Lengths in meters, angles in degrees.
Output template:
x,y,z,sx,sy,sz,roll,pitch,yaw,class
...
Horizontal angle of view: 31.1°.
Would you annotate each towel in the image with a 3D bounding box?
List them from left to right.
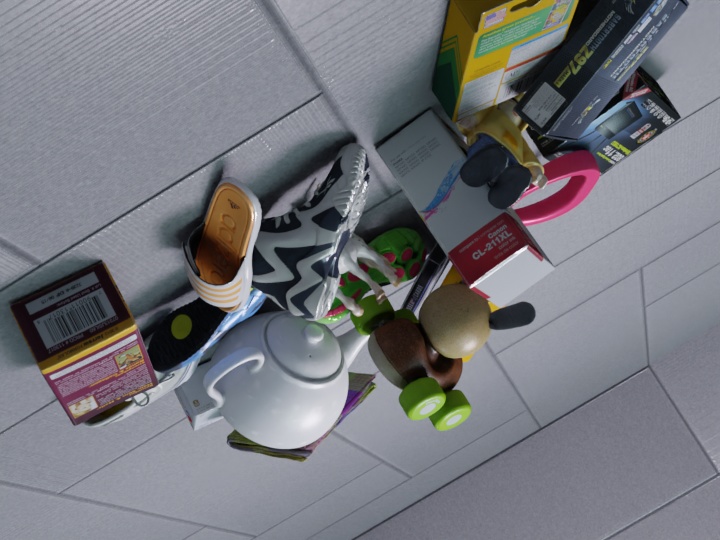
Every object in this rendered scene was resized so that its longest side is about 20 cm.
x,y,z,sx,sy,sz,roll,pitch,yaw,class
-0.080,0.197,1.791,0.144,0.023,0.200,3,-151,32,towel

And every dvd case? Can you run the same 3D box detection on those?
x,y,z,sx,sy,sz,roll,pitch,yaw,class
0.107,-0.016,1.734,0.150,0.025,0.200,-56,175,-31,dvd case

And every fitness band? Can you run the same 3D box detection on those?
x,y,z,sx,sy,sz,roll,pitch,yaw,class
0.226,-0.097,1.641,0.144,0.037,0.200,-19,166,-11,fitness band

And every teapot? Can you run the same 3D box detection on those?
x,y,z,sx,sy,sz,roll,pitch,yaw,class
-0.094,0.123,1.669,0.146,0.197,0.200,-54,-166,39,teapot

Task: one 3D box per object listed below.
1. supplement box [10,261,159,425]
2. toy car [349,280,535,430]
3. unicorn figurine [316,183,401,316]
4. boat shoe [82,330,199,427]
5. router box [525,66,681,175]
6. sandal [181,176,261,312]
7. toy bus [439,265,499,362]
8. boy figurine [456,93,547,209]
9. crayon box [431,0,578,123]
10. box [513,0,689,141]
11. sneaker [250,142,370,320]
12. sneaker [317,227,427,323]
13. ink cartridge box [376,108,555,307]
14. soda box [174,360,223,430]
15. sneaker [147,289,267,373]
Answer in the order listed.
x,y,z,sx,sy,sz,roll,pitch,yaw,class
-0.300,0.085,1.424,0.110,0.086,0.200,-26,160,-12,supplement box
0.119,0.072,1.620,0.200,0.164,0.158,-38,151,13,toy car
-0.020,-0.017,1.540,0.074,0.137,0.200,-41,174,2,unicorn figurine
-0.281,0.135,1.584,0.202,0.075,0.086,-34,178,31,boat shoe
0.306,-0.191,1.632,0.150,0.062,0.200,-36,160,19,router box
-0.157,-0.019,1.378,0.059,0.079,0.207,-41,161,-34,sandal
0.144,0.042,1.727,0.065,0.078,0.200,-6,147,-24,toy bus
0.159,-0.138,1.424,0.064,0.124,0.200,-46,-169,29,boy figurine
0.148,-0.241,1.307,0.126,0.052,0.200,-25,160,-15,crayon box
0.262,-0.231,1.392,0.200,0.051,0.158,-51,166,16,box
-0.073,-0.056,1.422,0.079,0.130,0.199,-31,138,-72,sneaker
0.000,0.000,1.686,0.200,0.077,0.084,-28,-164,-26,sneaker
0.120,-0.069,1.468,0.083,0.200,0.146,-37,160,11,ink cartridge box
-0.156,0.147,1.802,0.200,0.068,0.064,-22,160,-21,soda box
-0.164,0.052,1.524,0.200,0.066,0.078,-45,153,8,sneaker
